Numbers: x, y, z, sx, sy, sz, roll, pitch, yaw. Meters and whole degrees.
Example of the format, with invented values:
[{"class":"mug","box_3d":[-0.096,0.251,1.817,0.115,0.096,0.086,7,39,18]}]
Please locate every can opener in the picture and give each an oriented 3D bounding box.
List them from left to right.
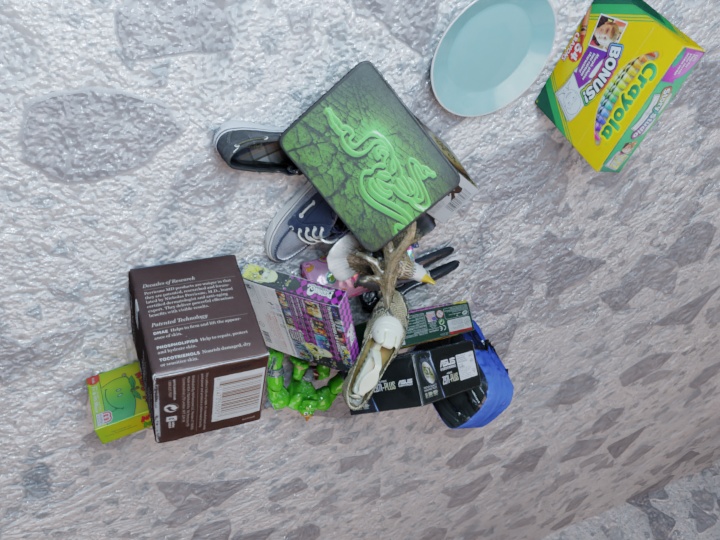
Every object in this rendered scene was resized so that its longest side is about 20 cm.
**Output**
[{"class":"can opener","box_3d":[0.084,0.013,1.303,0.198,0.079,0.064,-31,104,-2]}]

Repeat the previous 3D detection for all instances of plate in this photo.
[{"class":"plate","box_3d":[0.182,-0.306,1.017,0.197,0.026,0.202,-18,141,-15]}]

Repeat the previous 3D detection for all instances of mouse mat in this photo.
[{"class":"mouse mat","box_3d":[0.011,-0.141,0.935,0.160,0.008,0.200,-38,104,16]}]

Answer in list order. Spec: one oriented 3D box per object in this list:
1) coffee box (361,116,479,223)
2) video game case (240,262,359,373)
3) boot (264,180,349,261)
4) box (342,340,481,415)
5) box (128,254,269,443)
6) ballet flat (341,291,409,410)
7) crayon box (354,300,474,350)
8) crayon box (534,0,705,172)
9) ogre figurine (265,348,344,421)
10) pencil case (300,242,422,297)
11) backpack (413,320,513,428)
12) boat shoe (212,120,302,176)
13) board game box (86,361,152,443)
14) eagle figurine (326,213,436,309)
[{"class":"coffee box","box_3d":[0.069,-0.164,1.036,0.080,0.114,0.199,-42,140,18]},{"class":"video game case","box_3d":[-0.094,0.081,1.181,0.202,0.178,0.036,79,33,-51]},{"class":"boot","box_3d":[-0.069,-0.067,1.076,0.072,0.091,0.201,13,126,-41]},{"class":"box","box_3d":[0.094,0.189,1.305,0.162,0.088,0.198,-17,173,39]},{"class":"box","box_3d":[-0.242,0.113,1.081,0.161,0.202,0.168,-10,139,-22]},{"class":"ballet flat","box_3d":[0.028,0.133,1.159,0.067,0.075,0.203,23,99,-8]},{"class":"crayon box","box_3d":[0.077,0.111,1.320,0.197,0.059,0.172,-10,172,-21]},{"class":"crayon box","box_3d":[0.360,-0.273,1.044,0.057,0.174,0.202,0,134,-31]},{"class":"ogre figurine","box_3d":[-0.099,0.209,1.376,0.198,0.098,0.122,-3,120,-51]},{"class":"pencil case","box_3d":[0.000,0.000,1.202,0.197,0.088,0.088,-17,141,-14]},{"class":"backpack","box_3d":[0.222,0.214,1.489,0.166,0.201,0.163,9,129,-38]},{"class":"boat shoe","box_3d":[-0.097,-0.157,0.976,0.197,0.067,0.070,2,133,-34]},{"class":"board game box","box_3d":[-0.337,0.196,1.197,0.197,0.102,0.048,-18,141,-13]},{"class":"eagle figurine","box_3d":[0.049,-0.021,1.083,0.150,0.200,0.152,-29,103,15]}]
